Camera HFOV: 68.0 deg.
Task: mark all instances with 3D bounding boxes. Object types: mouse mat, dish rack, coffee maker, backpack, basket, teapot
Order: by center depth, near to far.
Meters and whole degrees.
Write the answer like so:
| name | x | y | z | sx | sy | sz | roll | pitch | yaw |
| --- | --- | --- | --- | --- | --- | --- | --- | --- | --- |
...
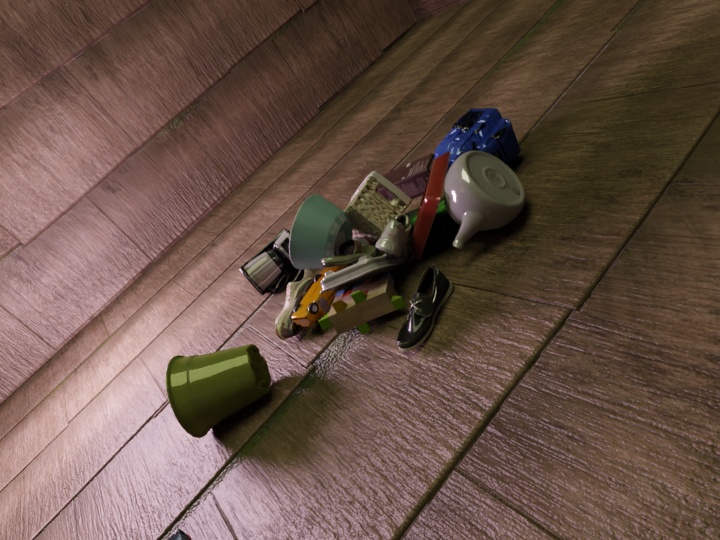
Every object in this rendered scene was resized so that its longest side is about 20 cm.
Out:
| name | x | y | z | sx | sy | sz | roll | pitch | yaw |
| --- | --- | --- | --- | --- | --- | --- | --- | --- | --- |
| teapot | 0.262 | -0.163 | 1.209 | 0.199 | 0.198 | 0.146 | -10 | -29 | -36 |
| dish rack | 0.000 | 0.000 | 1.280 | 0.171 | 0.044 | 0.200 | -24 | -6 | 24 |
| backpack | 0.296 | -0.305 | 1.379 | 0.200 | 0.163 | 0.168 | -44 | 30 | -14 |
| mouse mat | 0.166 | -0.133 | 1.445 | 0.199 | 0.008 | 0.161 | -21 | 31 | 29 |
| basket | 0.028 | -0.156 | 1.451 | 0.124 | 0.135 | 0.200 | -55 | 6 | -18 |
| coffee maker | -0.277 | -0.034 | 1.698 | 0.200 | 0.135 | 0.192 | -41 | 26 | -7 |

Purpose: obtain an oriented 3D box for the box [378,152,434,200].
| name | x | y | z | sx | sy | sz | roll | pitch | yaw |
| --- | --- | --- | --- | --- | --- | --- | --- | --- | --- |
| box | 0.142 | -0.268 | 1.614 | 0.199 | 0.075 | 0.100 | -20 | 32 | 35 |

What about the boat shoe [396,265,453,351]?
| name | x | y | z | sx | sy | sz | roll | pitch | yaw |
| --- | --- | --- | --- | --- | --- | --- | --- | --- | --- |
| boat shoe | 0.121 | 0.078 | 1.101 | 0.072 | 0.068 | 0.200 | -4 | 44 | 46 |

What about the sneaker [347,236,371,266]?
| name | x | y | z | sx | sy | sz | roll | pitch | yaw |
| --- | --- | --- | --- | --- | --- | --- | --- | --- | --- |
| sneaker | -0.061 | -0.033 | 1.484 | 0.199 | 0.082 | 0.088 | -13 | 34 | 42 |

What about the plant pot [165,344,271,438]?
| name | x | y | z | sx | sy | sz | roll | pitch | yaw |
| --- | --- | --- | --- | --- | --- | --- | --- | --- | --- |
| plant pot | -0.318 | 0.263 | 1.254 | 0.189 | 0.201 | 0.200 | -21 | 29 | 5 |

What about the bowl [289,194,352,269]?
| name | x | y | z | sx | sy | sz | roll | pitch | yaw |
| --- | --- | --- | --- | --- | --- | --- | --- | --- | --- |
| bowl | -0.089 | -0.088 | 1.375 | 0.104 | 0.202 | 0.201 | 15 | 50 | 18 |

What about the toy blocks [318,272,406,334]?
| name | x | y | z | sx | sy | sz | roll | pitch | yaw |
| --- | --- | --- | --- | --- | --- | --- | --- | --- | --- |
| toy blocks | 0.010 | 0.067 | 1.243 | 0.199 | 0.100 | 0.137 | -24 | 19 | 18 |

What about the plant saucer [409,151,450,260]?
| name | x | y | z | sx | sy | sz | roll | pitch | yaw |
| --- | --- | --- | --- | --- | --- | --- | --- | --- | --- |
| plant saucer | 0.165 | -0.160 | 1.297 | 0.036 | 0.200 | 0.201 | 15 | 47 | 2 |

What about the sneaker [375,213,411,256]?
| name | x | y | z | sx | sy | sz | roll | pitch | yaw |
| --- | --- | --- | --- | --- | --- | --- | --- | --- | --- |
| sneaker | 0.096 | -0.089 | 1.307 | 0.200 | 0.077 | 0.100 | -36 | -30 | -80 |

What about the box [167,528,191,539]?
| name | x | y | z | sx | sy | sz | roll | pitch | yaw |
| --- | --- | --- | --- | --- | --- | --- | --- | --- | --- |
| box | -0.373 | 0.585 | 0.947 | 0.200 | 0.038 | 0.136 | -45 | 27 | -13 |

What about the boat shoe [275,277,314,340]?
| name | x | y | z | sx | sy | sz | roll | pitch | yaw |
| --- | --- | --- | --- | --- | --- | --- | --- | --- | --- |
| boat shoe | -0.150 | 0.101 | 1.408 | 0.064 | 0.073 | 0.201 | -2 | 46 | 34 |

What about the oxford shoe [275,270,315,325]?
| name | x | y | z | sx | sy | sz | roll | pitch | yaw |
| --- | --- | --- | --- | --- | --- | --- | --- | --- | --- |
| oxford shoe | -0.189 | 0.075 | 1.481 | 0.070 | 0.074 | 0.201 | -13 | 36 | 41 |

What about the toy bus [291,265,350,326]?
| name | x | y | z | sx | sy | sz | roll | pitch | yaw |
| --- | --- | --- | --- | --- | --- | --- | --- | --- | --- |
| toy bus | -0.093 | 0.066 | 1.371 | 0.065 | 0.078 | 0.201 | -9 | 39 | 43 |

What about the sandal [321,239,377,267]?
| name | x | y | z | sx | sy | sz | roll | pitch | yaw |
| --- | --- | --- | --- | --- | --- | --- | --- | --- | --- |
| sandal | -0.024 | -0.048 | 1.317 | 0.079 | 0.058 | 0.201 | -11 | 3 | 31 |
